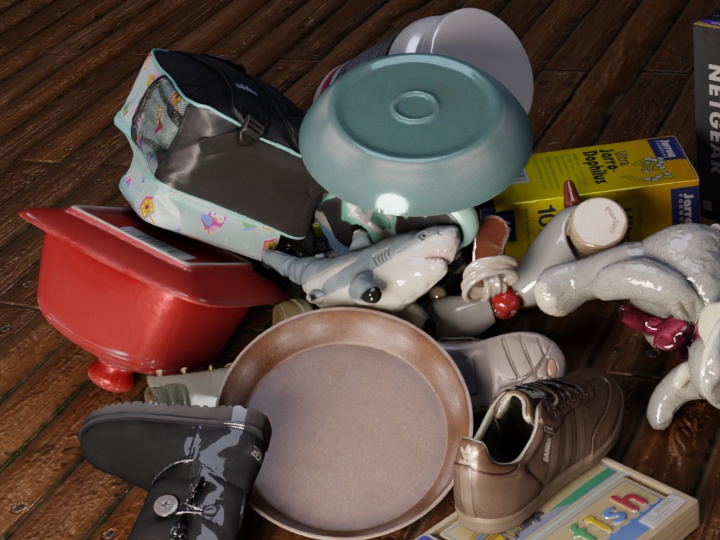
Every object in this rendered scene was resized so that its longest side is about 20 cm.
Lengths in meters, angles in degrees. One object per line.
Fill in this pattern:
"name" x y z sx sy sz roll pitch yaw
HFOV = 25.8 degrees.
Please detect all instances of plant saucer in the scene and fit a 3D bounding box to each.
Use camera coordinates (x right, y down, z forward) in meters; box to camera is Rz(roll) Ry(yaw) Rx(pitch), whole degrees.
"plant saucer" -0.013 0.121 1.211 0.198 0.035 0.202 0 56 0
"plant saucer" 0.046 -0.125 1.315 0.198 0.036 0.201 -1 45 1

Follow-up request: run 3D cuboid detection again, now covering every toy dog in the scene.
"toy dog" 0.141 -0.015 1.345 0.199 0.132 0.097 -13 57 -21

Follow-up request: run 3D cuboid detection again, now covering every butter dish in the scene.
"butter dish" -0.197 0.036 1.383 0.199 0.149 0.199 26 9 20

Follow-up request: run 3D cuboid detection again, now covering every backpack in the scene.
"backpack" -0.131 -0.111 1.419 0.175 0.154 0.200 17 26 -33

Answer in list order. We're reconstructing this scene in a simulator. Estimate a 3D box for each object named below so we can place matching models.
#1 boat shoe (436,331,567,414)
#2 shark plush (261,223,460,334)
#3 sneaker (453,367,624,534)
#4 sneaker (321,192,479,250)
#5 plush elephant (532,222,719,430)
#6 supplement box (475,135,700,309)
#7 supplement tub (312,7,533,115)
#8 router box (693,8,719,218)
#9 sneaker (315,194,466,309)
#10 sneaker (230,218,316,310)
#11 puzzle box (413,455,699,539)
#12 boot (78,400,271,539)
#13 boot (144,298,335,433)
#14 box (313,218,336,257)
"boat shoe" 0.074 0.090 1.295 0.198 0.076 0.072 -1 -5 17
"shark plush" 0.000 0.000 1.325 0.090 0.084 0.199 25 -15 -34
"sneaker" 0.137 0.113 1.159 0.070 0.076 0.200 11 34 33
"sneaker" 0.068 -0.076 1.376 0.140 0.078 0.199 -35 25 -27
"plush elephant" 0.265 0.053 1.237 0.199 0.164 0.156 -30 54 36
"supplement box" 0.206 -0.044 1.453 0.198 0.110 0.110 -8 27 1
"supplement tub" 0.057 -0.160 1.510 0.140 0.141 0.199 -31 6 -36
"router box" 0.393 -0.169 1.542 0.052 0.201 0.157 19 37 42
"sneaker" 0.033 -0.012 1.473 0.078 0.090 0.200 -34 56 -17
"sneaker" -0.128 -0.001 1.498 0.199 0.071 0.098 -24 53 2
"puzzle box" 0.128 0.195 1.118 0.199 0.026 0.133 -29 34 -34
"boot" -0.157 0.193 1.117 0.164 0.066 0.201 -7 51 28
"boot" -0.104 0.093 1.316 0.153 0.073 0.200 -6 32 -5
"box" -0.010 -0.053 1.599 0.198 0.049 0.118 -7 27 7
